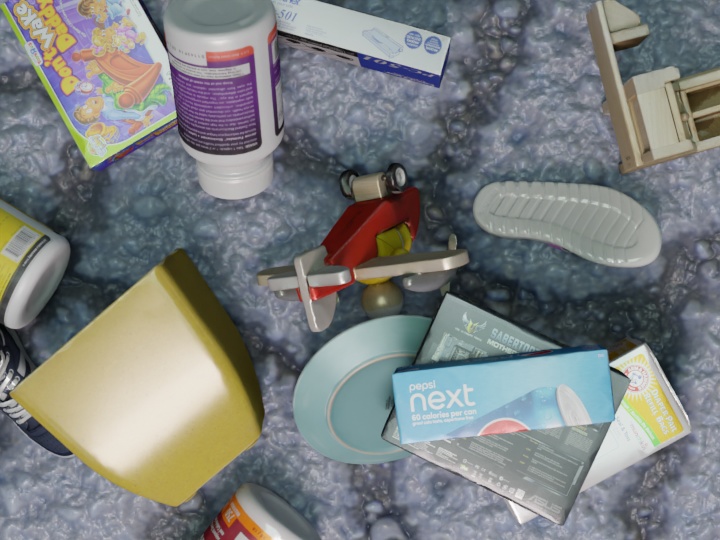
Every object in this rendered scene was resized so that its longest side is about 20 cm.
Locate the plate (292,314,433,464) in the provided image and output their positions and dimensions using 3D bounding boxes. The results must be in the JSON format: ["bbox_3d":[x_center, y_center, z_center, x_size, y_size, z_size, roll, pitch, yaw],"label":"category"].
[{"bbox_3d":[0.029,0.132,1.317,0.198,0.026,0.202,-8,126,-11],"label":"plate"}]

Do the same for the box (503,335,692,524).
[{"bbox_3d":[0.224,0.161,1.323,0.199,0.112,0.102,-29,89,5],"label":"box"}]

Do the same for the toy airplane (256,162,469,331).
[{"bbox_3d":[0.000,0.000,1.298,0.198,0.200,0.142,-28,118,-4],"label":"toy airplane"}]

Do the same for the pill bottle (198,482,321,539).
[{"bbox_3d":[-0.139,0.333,1.342,0.113,0.113,0.200,38,91,2],"label":"pill bottle"}]

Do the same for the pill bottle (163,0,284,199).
[{"bbox_3d":[-0.134,-0.177,1.301,0.110,0.112,0.201,1,130,3],"label":"pill bottle"}]

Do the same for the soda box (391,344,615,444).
[{"bbox_3d":[0.132,0.114,1.189,0.198,0.064,0.069,-7,90,6],"label":"soda box"}]

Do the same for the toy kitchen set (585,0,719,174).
[{"bbox_3d":[0.331,-0.203,1.272,0.179,0.200,0.165,-16,90,3],"label":"toy kitchen set"}]

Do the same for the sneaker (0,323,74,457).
[{"bbox_3d":[-0.371,0.122,1.355,0.070,0.108,0.200,-39,88,3],"label":"sneaker"}]

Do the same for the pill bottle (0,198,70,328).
[{"bbox_3d":[-0.417,-0.033,1.355,0.199,0.112,0.113,31,92,3],"label":"pill bottle"}]

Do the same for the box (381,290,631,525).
[{"bbox_3d":[0.140,0.132,1.247,0.199,0.051,0.159,24,94,4],"label":"box"}]

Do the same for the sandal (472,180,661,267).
[{"bbox_3d":[0.220,-0.052,1.358,0.201,0.050,0.083,16,76,15],"label":"sandal"}]

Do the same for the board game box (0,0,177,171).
[{"bbox_3d":[-0.277,-0.228,1.380,0.134,0.045,0.201,-30,89,3],"label":"board game box"}]

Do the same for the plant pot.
[{"bbox_3d":[-0.202,0.121,1.311,0.194,0.196,0.200,-40,95,2],"label":"plant pot"}]

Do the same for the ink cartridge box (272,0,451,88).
[{"bbox_3d":[-0.006,-0.243,1.342,0.198,0.094,0.045,16,91,2],"label":"ink cartridge box"}]
